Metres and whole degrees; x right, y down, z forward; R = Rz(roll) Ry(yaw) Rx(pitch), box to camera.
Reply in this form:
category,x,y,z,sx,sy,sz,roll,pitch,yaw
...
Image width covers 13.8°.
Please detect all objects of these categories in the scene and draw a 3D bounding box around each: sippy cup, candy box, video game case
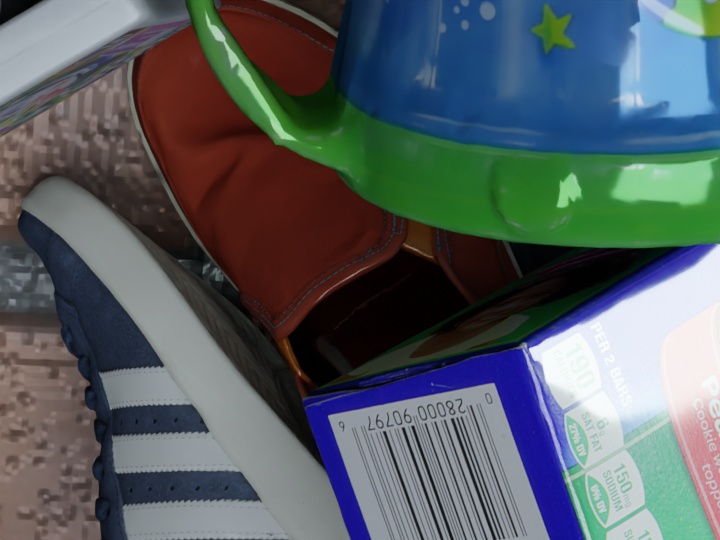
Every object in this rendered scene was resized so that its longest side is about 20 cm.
category,x,y,z,sx,sy,sz,roll,pitch,yaw
sippy cup,0.058,-0.088,0.662,0.177,0.139,0.131,-20,115,-40
candy box,0.098,0.067,0.715,0.200,0.077,0.170,-28,101,-47
video game case,-0.131,-0.021,0.742,0.200,0.143,0.018,-30,94,6

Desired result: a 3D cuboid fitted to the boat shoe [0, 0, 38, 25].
category,x,y,z,sx,sy,sz,roll,pitch,yaw
boat shoe,-0.153,-0.137,0.752,0.200,0.068,0.072,46,133,1

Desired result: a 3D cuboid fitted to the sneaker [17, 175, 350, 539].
category,x,y,z,sx,sy,sz,roll,pitch,yaw
sneaker,-0.048,0.062,0.779,0.084,0.200,0.075,-43,150,6

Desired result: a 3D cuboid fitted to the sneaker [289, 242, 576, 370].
category,x,y,z,sx,sy,sz,roll,pitch,yaw
sneaker,0.026,0.055,0.837,0.200,0.074,0.082,-28,147,17

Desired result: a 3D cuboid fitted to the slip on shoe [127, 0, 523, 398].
category,x,y,z,sx,sy,sz,roll,pitch,yaw
slip on shoe,0.000,0.000,0.776,0.074,0.061,0.200,-39,66,12
